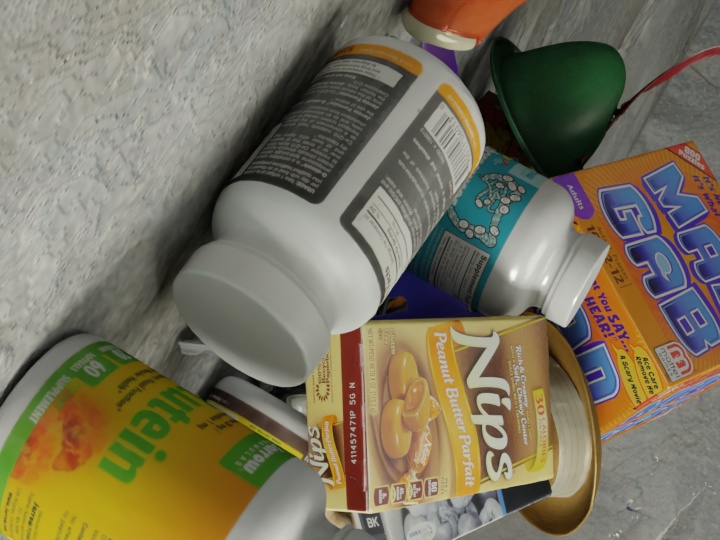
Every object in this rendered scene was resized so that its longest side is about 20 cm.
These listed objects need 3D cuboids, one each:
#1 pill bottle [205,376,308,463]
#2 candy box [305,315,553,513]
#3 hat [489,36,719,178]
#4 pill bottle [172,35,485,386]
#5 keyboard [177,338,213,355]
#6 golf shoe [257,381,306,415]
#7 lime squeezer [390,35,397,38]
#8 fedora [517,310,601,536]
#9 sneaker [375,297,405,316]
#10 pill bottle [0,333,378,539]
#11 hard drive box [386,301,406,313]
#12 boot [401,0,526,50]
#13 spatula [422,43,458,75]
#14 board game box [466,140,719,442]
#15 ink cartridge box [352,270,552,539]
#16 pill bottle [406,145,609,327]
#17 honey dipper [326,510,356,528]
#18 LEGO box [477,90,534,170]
[{"bbox_3d":[-0.103,0.185,0.972,0.201,0.109,0.109,-59,168,-10],"label":"pill bottle"},{"bbox_3d":[0.050,0.090,0.907,0.199,0.055,0.117,0,87,-47],"label":"candy box"},{"bbox_3d":[0.234,-0.182,1.253,0.175,0.166,0.201,-27,-157,24],"label":"hat"},{"bbox_3d":[-0.018,-0.036,0.815,0.201,0.116,0.117,-54,166,-29],"label":"pill bottle"},{"bbox_3d":[-0.066,0.050,0.953,0.200,0.056,0.011,3,86,-77],"label":"keyboard"},{"bbox_3d":[-0.036,0.108,1.161,0.093,0.072,0.200,-61,168,1],"label":"golf shoe"},{"bbox_3d":[-0.014,-0.064,0.950,0.201,0.038,0.071,-66,167,16],"label":"lime squeezer"},{"bbox_3d":[0.121,0.131,1.141,0.081,0.201,0.202,-8,139,-24],"label":"fedora"},{"bbox_3d":[0.000,0.000,1.087,0.200,0.078,0.078,-50,158,-66],"label":"sneaker"},{"bbox_3d":[-0.086,0.127,0.693,0.112,0.199,0.111,-56,167,-20],"label":"pill bottle"},{"bbox_3d":[0.027,0.109,1.153,0.200,0.076,0.157,-71,158,-72],"label":"hard drive box"},{"bbox_3d":[0.094,-0.214,0.996,0.200,0.075,0.108,-23,144,-58],"label":"boot"},{"bbox_3d":[0.059,-0.110,1.094,0.057,0.020,0.201,-59,160,-45],"label":"spatula"},{"bbox_3d":[0.227,0.033,1.238,0.199,0.201,0.200,-16,161,-38],"label":"board game box"},{"bbox_3d":[0.049,0.092,0.995,0.043,0.202,0.197,-21,174,39],"label":"ink cartridge box"},{"bbox_3d":[0.082,-0.037,1.018,0.111,0.199,0.111,-57,168,-20],"label":"pill bottle"},{"bbox_3d":[-0.019,0.172,0.962,0.038,0.038,0.200,-59,165,-10],"label":"honey dipper"},{"bbox_3d":[0.104,-0.052,1.365,0.149,0.077,0.201,-50,164,-42],"label":"LEGO box"}]
